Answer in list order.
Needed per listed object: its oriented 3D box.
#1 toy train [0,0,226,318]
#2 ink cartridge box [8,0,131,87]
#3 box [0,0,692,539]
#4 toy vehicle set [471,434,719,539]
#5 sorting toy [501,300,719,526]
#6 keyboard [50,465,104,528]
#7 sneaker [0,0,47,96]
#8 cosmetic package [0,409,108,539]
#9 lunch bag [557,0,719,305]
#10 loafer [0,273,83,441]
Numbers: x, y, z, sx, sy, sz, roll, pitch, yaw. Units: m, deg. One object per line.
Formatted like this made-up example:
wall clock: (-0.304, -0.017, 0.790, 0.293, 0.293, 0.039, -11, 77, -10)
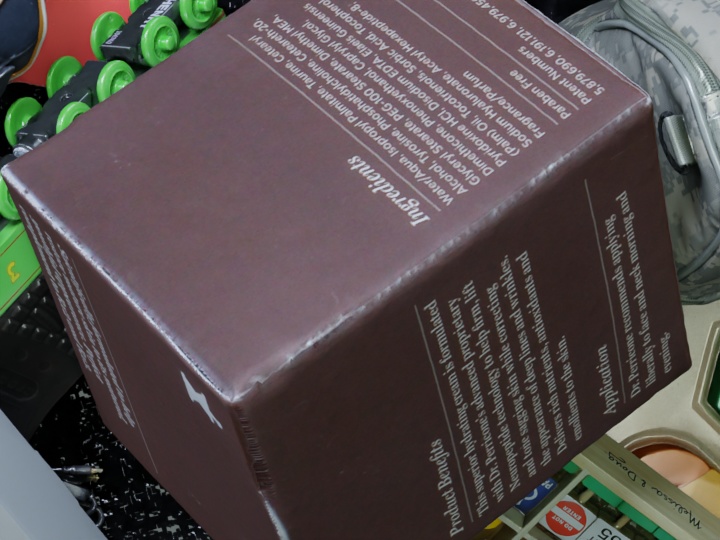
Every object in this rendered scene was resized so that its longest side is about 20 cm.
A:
toy train: (-0.115, -0.051, 1.085, 0.200, 0.042, 0.057, -50, 133, -36)
ink cartridge box: (-0.163, -0.160, 1.118, 0.198, 0.050, 0.162, 11, 97, -5)
box: (0.000, 0.000, 1.045, 0.199, 0.164, 0.166, -35, 141, -17)
toy vehicle set: (0.090, 0.132, 1.168, 0.199, 0.027, 0.124, 36, 121, -9)
sorting toy: (0.129, 0.048, 1.182, 0.185, 0.036, 0.200, 44, 92, -10)
keyboard: (-0.185, 0.113, 1.122, 0.199, 0.021, 0.127, 19, 126, -22)
sneaker: (-0.179, -0.083, 1.055, 0.201, 0.078, 0.079, -59, 137, -17)
cosmetic package: (-0.211, 0.129, 1.090, 0.199, 0.052, 0.151, -19, 131, 16)
lunch bag: (0.191, -0.074, 1.087, 0.199, 0.168, 0.140, -18, 94, -14)
loafer: (-0.172, 0.044, 1.145, 0.200, 0.071, 0.073, -43, 132, 11)
